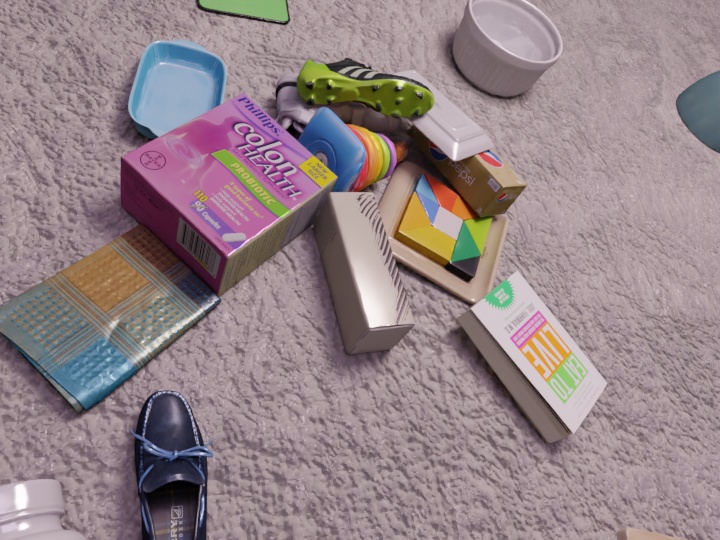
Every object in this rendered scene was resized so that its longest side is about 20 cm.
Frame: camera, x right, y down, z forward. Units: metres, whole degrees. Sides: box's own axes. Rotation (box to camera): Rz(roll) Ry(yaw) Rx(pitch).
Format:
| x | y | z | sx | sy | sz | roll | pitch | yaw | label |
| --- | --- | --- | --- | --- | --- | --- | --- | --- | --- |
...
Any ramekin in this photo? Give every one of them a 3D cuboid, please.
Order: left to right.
| x | y | z | sx | sy | sz | roll | pitch | yaw | label |
| --- | --- | --- | --- | --- | --- | --- | --- | --- | --- |
| 0.272 | -0.429 | 1.128 | 0.199 | 0.105 | 0.201 | 11 | 57 | -17 | ramekin |

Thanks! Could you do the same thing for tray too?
| x | y | z | sx | sy | sz | roll | pitch | yaw | label |
| --- | --- | --- | --- | --- | --- | --- | --- | --- | --- |
| 0.110 | -0.247 | 0.900 | 0.107 | 0.022 | 0.200 | -27 | 65 | -38 | tray |

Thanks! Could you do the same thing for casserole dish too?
| x | y | z | sx | sy | sz | roll | pitch | yaw | label |
| --- | --- | --- | --- | --- | --- | --- | --- | --- | --- |
| -0.258 | -0.248 | 0.840 | 0.121 | 0.039 | 0.201 | 10 | 56 | -16 | casserole dish |

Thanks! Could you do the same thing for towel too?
| x | y | z | sx | sy | sz | roll | pitch | yaw | label |
| --- | --- | --- | --- | --- | --- | --- | --- | --- | --- |
| -0.277 | 0.045 | 0.659 | 0.147 | 0.022 | 0.200 | 43 | 52 | 6 | towel |

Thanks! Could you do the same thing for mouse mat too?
| x | y | z | sx | sy | sz | roll | pitch | yaw | label |
| --- | --- | --- | --- | --- | --- | --- | --- | --- | --- |
| -0.212 | -0.516 | 1.046 | 0.160 | 0.008 | 0.201 | 1 | 60 | -21 | mouse mat |

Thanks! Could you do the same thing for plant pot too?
| x | y | z | sx | sy | sz | roll | pitch | yaw | label |
| --- | --- | --- | --- | --- | --- | --- | --- | --- | --- |
| 0.833 | -0.372 | 1.304 | 0.199 | 0.135 | 0.201 | 10 | 57 | -16 | plant pot |

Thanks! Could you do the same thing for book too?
| x | y | z | sx | sy | sz | roll | pitch | yaw | label |
| --- | --- | --- | --- | --- | --- | --- | --- | --- | --- |
| 0.237 | 0.111 | 0.804 | 0.133 | 0.048 | 0.200 | -31 | 80 | -40 | book |

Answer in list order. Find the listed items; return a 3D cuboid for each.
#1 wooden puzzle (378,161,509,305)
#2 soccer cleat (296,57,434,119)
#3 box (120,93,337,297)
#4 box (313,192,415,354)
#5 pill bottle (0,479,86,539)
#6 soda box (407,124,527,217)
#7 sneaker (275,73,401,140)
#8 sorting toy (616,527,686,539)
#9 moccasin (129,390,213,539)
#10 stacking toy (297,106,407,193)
| x | y | z | sx | sy | sz | roll | pitch | yaw | label |
| --- | --- | --- | --- | --- | --- | --- | --- | --- | --- |
| 0.122 | -0.064 | 0.880 | 0.200 | 0.037 | 0.185 | 27 | 54 | -4 | wooden puzzle |
| 0.009 | -0.270 | 0.849 | 0.199 | 0.068 | 0.081 | 7 | 52 | -4 | soccer cleat |
| -0.164 | -0.101 | 0.749 | 0.176 | 0.097 | 0.200 | 43 | 53 | 7 | box |
| 0.000 | 0.000 | 0.763 | 0.068 | 0.082 | 0.201 | -4 | 63 | -25 | box |
| -0.265 | 0.276 | 0.461 | 0.112 | 0.112 | 0.201 | -8 | 63 | -26 | pill bottle |
| 0.164 | -0.177 | 0.929 | 0.068 | 0.064 | 0.200 | -11 | 56 | -42 | soda box |
| -0.038 | -0.223 | 0.894 | 0.199 | 0.075 | 0.115 | 13 | 56 | -9 | sneaker |
| 0.372 | 0.416 | 0.660 | 0.199 | 0.070 | 0.199 | 17 | 55 | -13 | sorting toy |
| -0.173 | 0.207 | 0.568 | 0.080 | 0.068 | 0.201 | -6 | 62 | -25 | moccasin |
| 0.008 | -0.166 | 0.866 | 0.200 | 0.116 | 0.110 | -18 | 61 | -49 | stacking toy |
